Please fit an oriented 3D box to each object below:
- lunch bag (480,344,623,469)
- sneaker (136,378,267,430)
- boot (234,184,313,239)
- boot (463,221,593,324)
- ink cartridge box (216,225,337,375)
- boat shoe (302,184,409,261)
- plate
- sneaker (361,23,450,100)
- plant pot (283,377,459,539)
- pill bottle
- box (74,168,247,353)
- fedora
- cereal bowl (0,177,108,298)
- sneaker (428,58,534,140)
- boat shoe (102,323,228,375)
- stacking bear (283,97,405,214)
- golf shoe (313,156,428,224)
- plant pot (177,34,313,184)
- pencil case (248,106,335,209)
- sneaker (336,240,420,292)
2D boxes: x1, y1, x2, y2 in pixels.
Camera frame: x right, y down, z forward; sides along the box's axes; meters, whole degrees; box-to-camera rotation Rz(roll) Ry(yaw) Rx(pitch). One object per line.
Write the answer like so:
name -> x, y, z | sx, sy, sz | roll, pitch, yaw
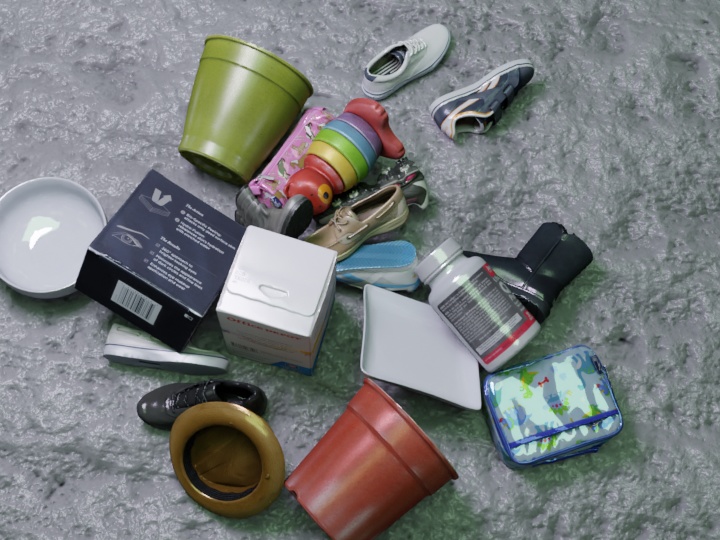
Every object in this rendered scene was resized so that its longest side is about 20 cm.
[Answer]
lunch bag -> 0.296, 0.215, 1.650 | 0.199, 0.083, 0.162 | -15, 72, -7
sneaker -> -0.245, 0.196, 1.628 | 0.199, 0.091, 0.076 | -7, 70, -4
boot -> -0.150, -0.088, 1.690 | 0.131, 0.200, 0.068 | 44, 63, 10
boot -> 0.261, -0.017, 1.746 | 0.199, 0.077, 0.168 | 27, 57, 24
ink cartridge box -> -0.123, 0.050, 1.632 | 0.146, 0.200, 0.145 | 16, 68, 4
boat shoe -> -0.019, -0.075, 1.699 | 0.199, 0.065, 0.071 | -29, 44, -8
plate -> 0.089, 0.124, 1.647 | 0.198, 0.032, 0.201 | 20, 38, -14
sneaker -> 0.086, -0.377, 1.882 | 0.200, 0.071, 0.073 | -42, 75, -17
plant pot -> 0.005, 0.296, 1.553 | 0.195, 0.201, 0.201 | -42, 75, -9
pill bottle -> 0.176, 0.050, 1.650 | 0.111, 0.111, 0.200 | -40, 86, -16
box -> -0.299, -0.016, 1.644 | 0.196, 0.118, 0.200 | 32, 48, -4
fedora -> -0.188, 0.270, 1.581 | 0.200, 0.201, 0.082 | 33, 27, 10
cereal bowl -> -0.500, -0.044, 1.717 | 0.199, 0.083, 0.201 | 1, 67, -2
sneaker -> 0.224, -0.291, 1.852 | 0.199, 0.078, 0.080 | -28, 67, -1
boat shoe -> -0.302, 0.118, 1.671 | 0.199, 0.071, 0.070 | 7, 70, 7
stacking bear -> -0.041, -0.171, 1.722 | 0.113, 0.122, 0.200 | 22, 63, 44
golf shoe -> 0.017, -0.109, 1.767 | 0.199, 0.088, 0.077 | -22, 26, 12
plant pot -> -0.207, -0.254, 1.771 | 0.199, 0.200, 0.194 | 23, 81, 7
pencil case -> -0.108, -0.182, 1.786 | 0.083, 0.087, 0.200 | 35, 68, -1
sneaker -> 0.000, 0.000, 1.725 | 0.199, 0.081, 0.077 | 3, 50, 21
